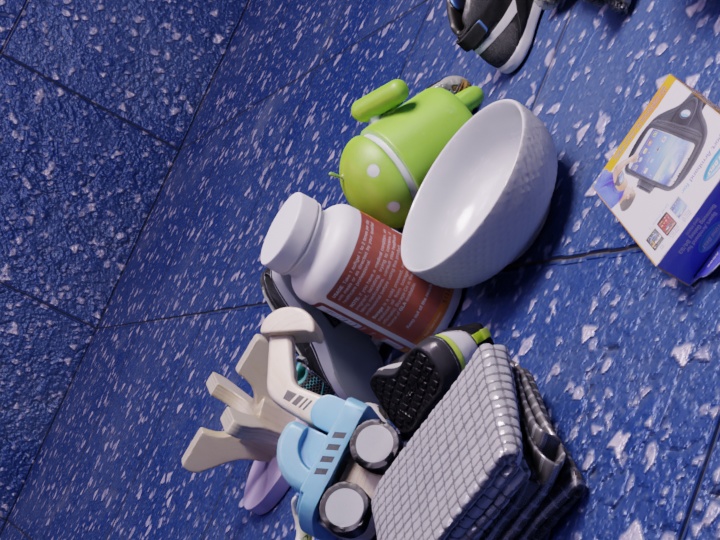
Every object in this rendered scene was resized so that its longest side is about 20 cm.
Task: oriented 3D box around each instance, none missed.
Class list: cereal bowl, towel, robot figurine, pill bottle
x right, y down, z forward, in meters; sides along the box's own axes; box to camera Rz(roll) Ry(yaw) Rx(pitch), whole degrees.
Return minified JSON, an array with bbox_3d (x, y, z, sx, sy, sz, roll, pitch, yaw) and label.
[{"bbox_3d":[0.129,-0.066,1.305,0.200,0.083,0.201,-48,24,29],"label":"cereal bowl"},{"bbox_3d":[0.092,0.181,1.079,0.201,0.085,0.166,-57,18,22],"label":"towel"},{"bbox_3d":[0.062,-0.126,1.457,0.199,0.176,0.116,-34,9,-17],"label":"robot figurine"},{"bbox_3d":[0.000,0.000,1.380,0.112,0.199,0.113,-51,22,30],"label":"pill bottle"}]

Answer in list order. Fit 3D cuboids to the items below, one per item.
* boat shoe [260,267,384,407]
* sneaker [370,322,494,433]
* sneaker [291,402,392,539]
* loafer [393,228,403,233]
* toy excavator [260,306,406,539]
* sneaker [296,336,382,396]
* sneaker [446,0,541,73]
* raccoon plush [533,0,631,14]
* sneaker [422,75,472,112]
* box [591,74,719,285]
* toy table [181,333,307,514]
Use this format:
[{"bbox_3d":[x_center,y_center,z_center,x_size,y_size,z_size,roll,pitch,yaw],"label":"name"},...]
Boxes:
[{"bbox_3d":[-0.045,0.077,1.432,0.074,0.200,0.068,-38,3,-41],"label":"boat shoe"},{"bbox_3d":[0.077,0.102,1.282,0.082,0.072,0.200,-29,-6,-26],"label":"sneaker"},{"bbox_3d":[-0.021,0.225,1.308,0.076,0.077,0.202,-22,48,63],"label":"sneaker"},{"bbox_3d":[0.012,-0.053,1.516,0.063,0.072,0.200,-54,-12,24],"label":"loafer"},{"bbox_3d":[-0.040,0.150,1.264,0.196,0.199,0.100,-63,-23,-15],"label":"toy excavator"},{"bbox_3d":[-0.029,0.082,1.501,0.201,0.091,0.078,-64,17,8],"label":"sneaker"},{"bbox_3d":[0.165,-0.342,1.551,0.073,0.111,0.201,-30,37,56],"label":"sneaker"},{"bbox_3d":[0.240,-0.300,1.397,0.200,0.096,0.135,90,-177,-64],"label":"raccoon plush"},{"bbox_3d":[0.068,-0.176,1.636,0.200,0.075,0.088,-51,22,30],"label":"sneaker"},{"bbox_3d":[0.259,-0.073,1.046,0.120,0.041,0.200,-57,17,16],"label":"box"},{"bbox_3d":[-0.126,0.186,1.594,0.201,0.117,0.184,-63,19,-6],"label":"toy table"}]
